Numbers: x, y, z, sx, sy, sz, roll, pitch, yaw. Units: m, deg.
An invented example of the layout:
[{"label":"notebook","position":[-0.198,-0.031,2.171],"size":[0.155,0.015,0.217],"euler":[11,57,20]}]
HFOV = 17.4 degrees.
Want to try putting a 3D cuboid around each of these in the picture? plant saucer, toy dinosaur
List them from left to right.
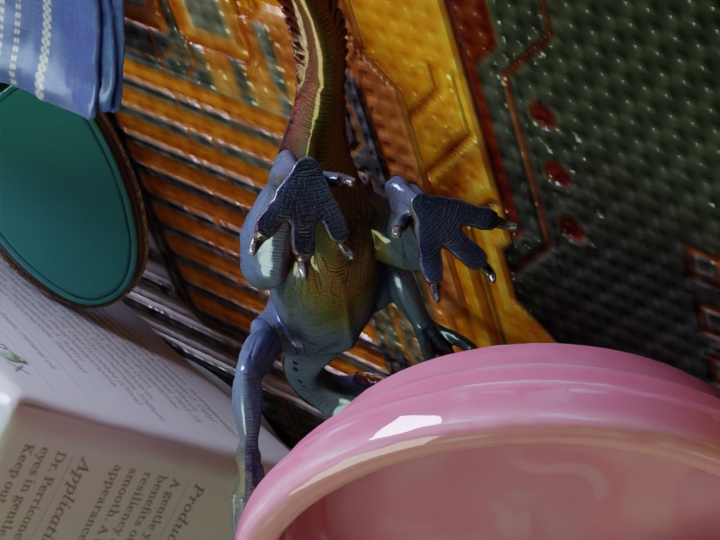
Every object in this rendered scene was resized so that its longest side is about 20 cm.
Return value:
[{"label":"toy dinosaur","position":[0.000,0.000,0.831],"size":[0.181,0.104,0.202],"euler":[141,125,-78]},{"label":"plant saucer","position":[0.059,0.087,0.767],"size":[0.199,0.051,0.201],"euler":[2,142,2]}]

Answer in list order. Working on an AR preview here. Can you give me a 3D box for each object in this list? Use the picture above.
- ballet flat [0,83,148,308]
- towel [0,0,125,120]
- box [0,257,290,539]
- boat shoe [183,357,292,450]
[{"label":"ballet flat","position":[-0.150,-0.074,0.931],"size":[0.201,0.070,0.065],"euler":[58,178,-18]},{"label":"towel","position":[-0.174,-0.130,0.821],"size":[0.198,0.024,0.145],"euler":[16,140,7]},{"label":"box","position":[-0.169,0.100,0.942],"size":[0.171,0.200,0.200],"euler":[20,-166,-47]},{"label":"boat shoe","position":[-0.029,0.116,1.011],"size":[0.201,0.060,0.072],"euler":[35,153,20]}]
